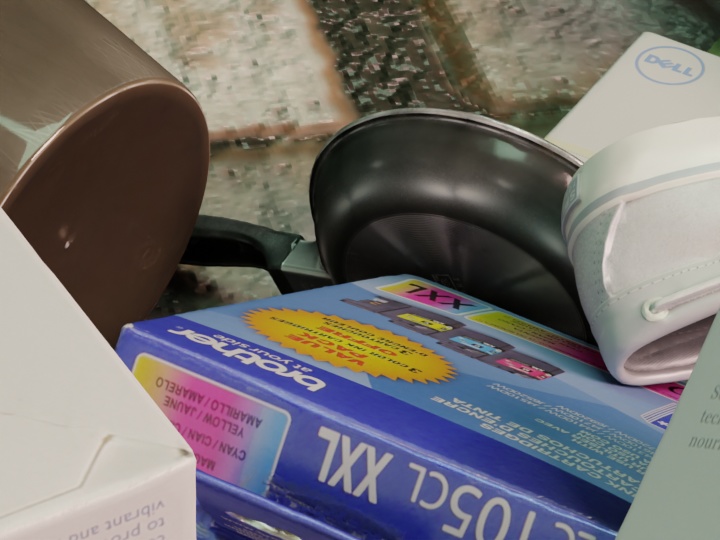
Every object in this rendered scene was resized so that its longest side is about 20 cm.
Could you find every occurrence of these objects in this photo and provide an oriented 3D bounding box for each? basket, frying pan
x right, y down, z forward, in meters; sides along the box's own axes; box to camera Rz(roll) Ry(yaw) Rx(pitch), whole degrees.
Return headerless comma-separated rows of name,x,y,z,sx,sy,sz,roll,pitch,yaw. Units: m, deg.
basket,-0.155,-0.052,0.872,0.200,0.136,0.180,31,64,23
frying pan,0.001,-0.011,0.850,0.190,0.115,0.031,17,53,16

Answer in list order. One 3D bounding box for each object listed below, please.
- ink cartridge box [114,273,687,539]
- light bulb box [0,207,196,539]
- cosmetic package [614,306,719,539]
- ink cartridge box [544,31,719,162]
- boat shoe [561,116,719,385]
ink cartridge box,0.017,0.062,0.722,0.136,0.076,0.200,21,14,20
light bulb box,-0.133,0.074,0.659,0.125,0.200,0.198,-19,44,-24
cosmetic package,0.138,0.104,0.566,0.199,0.123,0.200,5,66,59
ink cartridge box,0.152,-0.037,0.949,0.146,0.048,0.200,22,44,22
boat shoe,0.154,-0.009,0.758,0.200,0.072,0.069,-5,61,-3
